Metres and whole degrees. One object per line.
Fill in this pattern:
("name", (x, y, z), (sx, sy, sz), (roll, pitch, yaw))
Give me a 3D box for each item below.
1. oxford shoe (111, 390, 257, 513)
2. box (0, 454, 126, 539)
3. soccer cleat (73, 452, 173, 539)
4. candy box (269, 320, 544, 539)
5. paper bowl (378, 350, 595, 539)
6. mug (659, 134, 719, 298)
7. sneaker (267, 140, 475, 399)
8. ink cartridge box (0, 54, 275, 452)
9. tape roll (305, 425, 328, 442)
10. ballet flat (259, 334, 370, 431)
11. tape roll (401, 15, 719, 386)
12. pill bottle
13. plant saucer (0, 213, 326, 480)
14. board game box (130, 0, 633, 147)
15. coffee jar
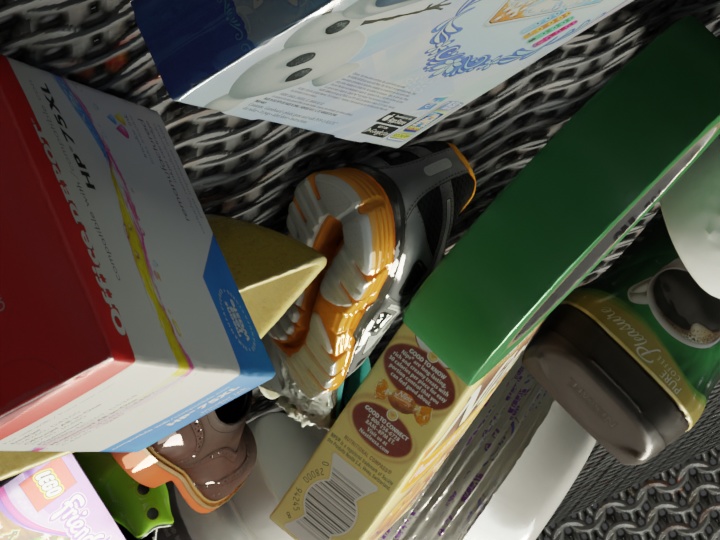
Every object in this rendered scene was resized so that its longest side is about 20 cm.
("oxford shoe", (-0.084, 0.087, 1.451), (0.072, 0.071, 0.200), (-33, 167, 7))
("box", (-0.189, 0.176, 1.399), (0.137, 0.039, 0.200), (-36, 139, -10))
("soccer cleat", (-0.158, 0.151, 1.533), (0.067, 0.081, 0.200), (-21, 167, -23))
("candy box", (0.039, 0.063, 1.425), (0.200, 0.055, 0.115), (-55, 171, 25))
("paper bowl", (0.081, 0.129, 1.695), (0.201, 0.104, 0.201), (-56, 177, -5))
("mug", (0.255, -0.032, 1.341), (0.175, 0.201, 0.147), (-21, 161, 26))
("sneaker", (0.000, 0.000, 1.240), (0.077, 0.078, 0.200), (-28, 170, -25))
("ink cartridge box", (-0.110, -0.003, 0.883), (0.067, 0.117, 0.200), (-28, 169, 13))
("tape roll", (-0.052, 0.140, 1.816), (0.202, 0.037, 0.203), (-24, 168, -5))
("ballet flat", (-0.031, 0.057, 1.455), (0.071, 0.072, 0.200), (-25, 166, -3))
("tape roll", (0.104, -0.032, 1.225), (0.200, 0.048, 0.200), (-46, 175, -6))
("pill bottle", (-0.112, 0.177, 1.662), (0.199, 0.114, 0.114), (-31, 167, 24))
("plant saucer", (-0.136, 0.040, 1.184), (0.199, 0.049, 0.200), (-20, 168, -26))
("board game box", (0.048, -0.116, 0.912), (0.198, 0.044, 0.200), (-30, 167, 19))
("coffee jar", (0.189, 0.013, 1.473), (0.200, 0.104, 0.085), (-45, 179, -11))
